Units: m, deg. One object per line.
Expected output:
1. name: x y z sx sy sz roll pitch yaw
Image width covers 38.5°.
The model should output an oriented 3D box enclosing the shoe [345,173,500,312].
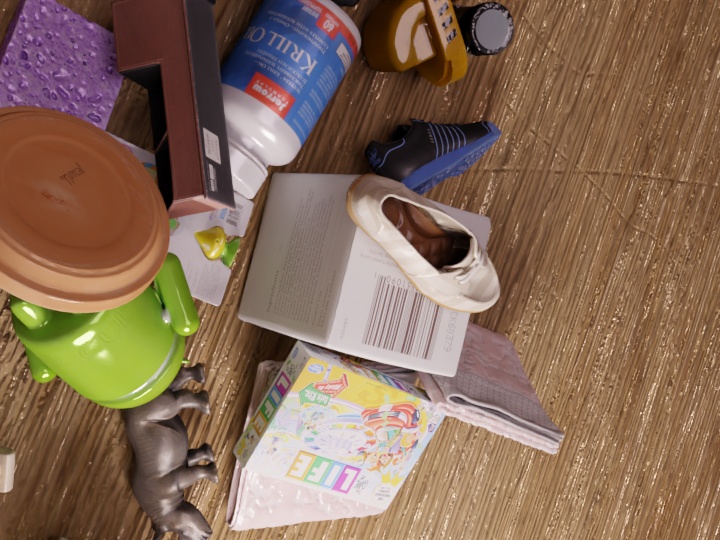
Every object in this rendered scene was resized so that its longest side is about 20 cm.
1. shoe: 0.068 -0.018 0.961 0.199 0.053 0.071 36 77 -31

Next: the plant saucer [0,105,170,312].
1. plant saucer: -0.250 -0.059 0.865 0.198 0.032 0.202 25 43 -25

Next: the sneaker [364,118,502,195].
1. sneaker: 0.087 -0.146 1.195 0.078 0.070 0.199 51 46 8

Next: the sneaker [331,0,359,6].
1. sneaker: -0.024 -0.311 1.030 0.111 0.200 0.077 35 95 -31

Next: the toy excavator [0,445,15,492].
1. toy excavator: -0.408 0.182 0.865 0.196 0.194 0.102 6 91 -6

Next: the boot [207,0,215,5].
1. boot: -0.129 -0.369 0.969 0.199 0.066 0.165 -37 118 13

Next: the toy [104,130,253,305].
1. toy: -0.213 -0.052 1.006 0.198 0.047 0.117 23 68 -15

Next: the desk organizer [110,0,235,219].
1. desk organizer: -0.174 -0.154 0.960 0.072 0.076 0.204 19 63 -75

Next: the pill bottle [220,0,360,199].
1. pill bottle: -0.091 -0.178 1.044 0.112 0.112 0.202 37 76 -30

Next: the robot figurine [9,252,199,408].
1. robot figurine: -0.236 0.050 0.939 0.173 0.117 0.201 -20 141 11

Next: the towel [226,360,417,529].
1. towel: -0.038 0.191 1.127 0.197 0.032 0.194 3 110 -32

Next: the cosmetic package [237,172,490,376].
1. cosmetic package: 0.000 0.000 1.071 0.163 0.199 0.168 16 87 -33

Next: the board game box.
1. board game box: -0.017 0.165 1.072 0.198 0.034 0.136 24 103 -36

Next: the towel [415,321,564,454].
1. towel: 0.131 0.113 1.190 0.198 0.192 0.032 24 115 -33

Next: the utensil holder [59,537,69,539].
1. utensil holder: -0.274 0.375 0.947 0.170 0.169 0.201 46 67 -28

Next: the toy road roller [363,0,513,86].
1. toy road roller: 0.066 -0.302 1.138 0.145 0.123 0.203 -28 110 -17

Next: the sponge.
1. sponge: -0.287 -0.146 0.941 0.111 0.030 0.203 27 67 -32

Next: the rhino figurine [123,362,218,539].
1. rhino figurine: -0.190 0.200 1.045 0.086 0.060 0.204 -7 100 -13
